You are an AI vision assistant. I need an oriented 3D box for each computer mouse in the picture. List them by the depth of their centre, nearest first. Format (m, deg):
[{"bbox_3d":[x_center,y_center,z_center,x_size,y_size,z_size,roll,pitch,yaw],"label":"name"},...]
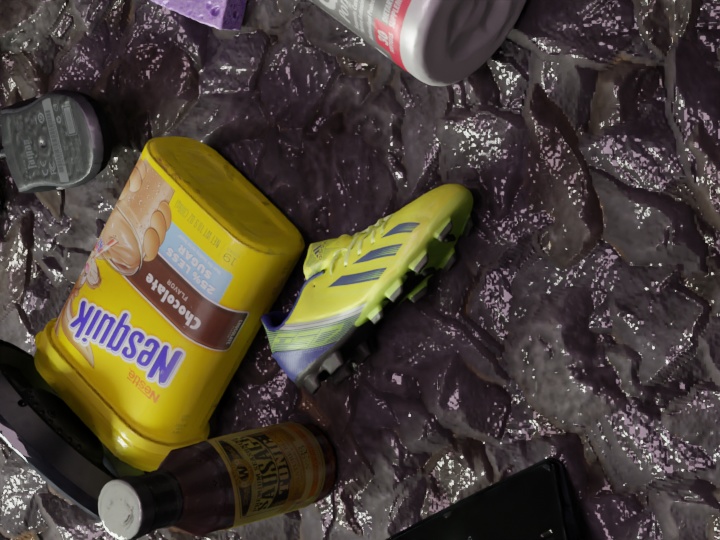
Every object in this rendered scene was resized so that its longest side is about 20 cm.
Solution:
[{"bbox_3d":[-0.251,-0.125,1.654,0.199,0.046,0.142,-15,90,49],"label":"computer mouse"}]

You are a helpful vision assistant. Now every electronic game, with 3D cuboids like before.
[{"bbox_3d":[-0.223,0.121,1.572,0.042,0.200,0.200,-47,66,4],"label":"electronic game"}]

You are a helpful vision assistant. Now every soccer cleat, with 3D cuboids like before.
[{"bbox_3d":[-0.001,0.000,1.459,0.084,0.064,0.200,53,124,16],"label":"soccer cleat"}]

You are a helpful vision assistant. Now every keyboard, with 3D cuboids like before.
[{"bbox_3d":[0.077,0.210,1.456,0.199,0.039,0.105,-32,53,37],"label":"keyboard"}]

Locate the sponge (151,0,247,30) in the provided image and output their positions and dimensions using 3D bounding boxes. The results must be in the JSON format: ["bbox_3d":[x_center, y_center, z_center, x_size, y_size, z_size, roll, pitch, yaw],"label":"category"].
[{"bbox_3d":[-0.113,-0.285,1.534,0.111,0.030,0.202,25,110,33],"label":"sponge"}]

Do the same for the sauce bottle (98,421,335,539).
[{"bbox_3d":[-0.097,0.148,1.468,0.066,0.199,0.067,6,101,35],"label":"sauce bottle"}]

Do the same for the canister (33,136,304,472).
[{"bbox_3d":[-0.140,0.022,1.559,0.148,0.086,0.201,43,117,25],"label":"canister"}]

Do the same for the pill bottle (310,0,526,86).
[{"bbox_3d":[0.006,-0.216,1.400,0.200,0.110,0.111,38,117,28],"label":"pill bottle"}]
